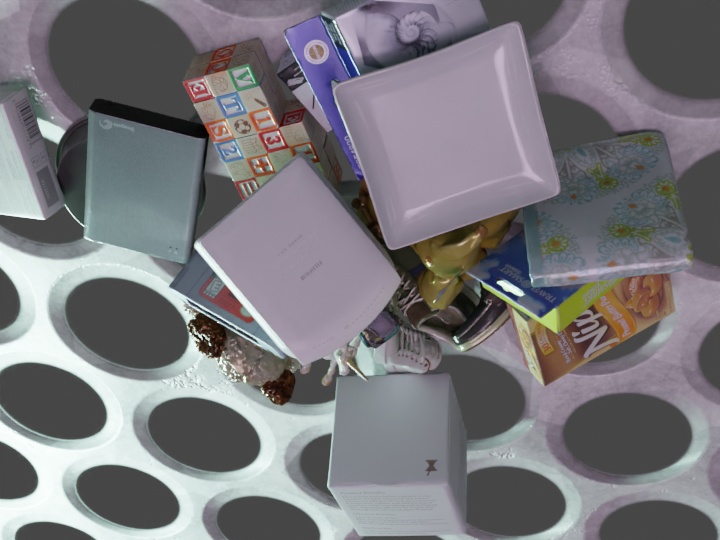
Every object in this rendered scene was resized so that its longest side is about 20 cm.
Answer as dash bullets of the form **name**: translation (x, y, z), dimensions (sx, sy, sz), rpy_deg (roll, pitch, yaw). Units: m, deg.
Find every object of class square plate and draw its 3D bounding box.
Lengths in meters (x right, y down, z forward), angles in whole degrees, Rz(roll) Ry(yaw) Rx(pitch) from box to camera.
- **square plate**: translation (0.093, -0.138, 1.052), dimensions (0.199, 0.029, 0.199), rpy_deg (-18, 119, 4)

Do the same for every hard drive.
- **hard drive**: translation (-0.264, -0.106, 1.229), dimensions (0.138, 0.033, 0.201), rpy_deg (14, 131, -3)

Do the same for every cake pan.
- **cake pan**: translation (-0.296, -0.107, 1.281), dimensions (0.199, 0.037, 0.201), rpy_deg (5, 132, 5)

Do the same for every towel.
- **towel**: translation (0.266, -0.069, 1.111), dimensions (0.170, 0.201, 0.048), rpy_deg (-9, 135, 15)

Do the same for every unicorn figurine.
- **unicorn figurine**: translation (-0.025, 0.088, 1.291), dimensions (0.073, 0.201, 0.138), rpy_deg (20, 137, -5)

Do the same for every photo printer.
- **photo printer**: translation (-0.064, -0.006, 1.143), dimensions (0.166, 0.069, 0.200), rpy_deg (-40, 93, -4)

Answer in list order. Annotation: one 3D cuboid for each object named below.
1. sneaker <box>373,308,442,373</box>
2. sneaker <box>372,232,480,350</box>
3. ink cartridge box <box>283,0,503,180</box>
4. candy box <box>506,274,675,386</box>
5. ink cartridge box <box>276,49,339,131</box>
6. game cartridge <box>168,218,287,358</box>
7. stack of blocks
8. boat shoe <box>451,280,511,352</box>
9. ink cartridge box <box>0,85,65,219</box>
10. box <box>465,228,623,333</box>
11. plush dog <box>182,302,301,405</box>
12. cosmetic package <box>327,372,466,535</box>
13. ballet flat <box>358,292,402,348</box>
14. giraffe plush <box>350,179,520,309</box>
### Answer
- **sneaker**: translation (0.064, 0.094, 1.334), dimensions (0.084, 0.073, 0.200), rpy_deg (2, 167, 11)
- **sneaker**: translation (0.076, 0.030, 1.301), dimensions (0.200, 0.090, 0.067), rpy_deg (34, 128, -19)
- **ink cartridge box**: translation (0.049, -0.204, 1.054), dimensions (0.199, 0.041, 0.200), rpy_deg (-24, 122, 9)
- **candy box**: translation (0.286, 0.044, 1.241), dimensions (0.199, 0.055, 0.116), rpy_deg (-29, 127, -8)
- **ink cartridge box**: translation (0.013, -0.242, 1.104), dimensions (0.199, 0.044, 0.094), rpy_deg (-28, 122, 28)
- **game cartridge**: translation (-0.131, 0.012, 1.244), dimensions (0.199, 0.133, 0.041), rpy_deg (25, 157, 31)
- **stack of blocks**: translation (-0.110, -0.166, 1.183), dimensions (0.114, 0.059, 0.201), rpy_deg (-11, 128, 19)
- **boat shoe**: translation (0.181, 0.015, 1.261), dimensions (0.066, 0.072, 0.201), rpy_deg (44, 97, -4)
- **ink cartridge box**: translation (-0.479, -0.151, 1.267), dimensions (0.199, 0.050, 0.162), rpy_deg (9, 126, 29)
- **box**: translation (0.231, -0.011, 1.148), dimensions (0.122, 0.199, 0.048), rpy_deg (33, 149, 41)
- **plush dog**: translation (-0.134, 0.080, 1.325), dimensions (0.199, 0.172, 0.160), rpy_deg (35, 127, -19)
- **cosmetic package**: translation (0.060, 0.265, 1.430), dimensions (0.166, 0.167, 0.200), rpy_deg (-3, 147, 12)
- **ballet flat**: translation (0.000, 0.000, 1.248), dimensions (0.072, 0.201, 0.072), rpy_deg (-20, 153, -11)
- **giraffe plush**: translation (0.074, -0.058, 1.194), dimensions (0.162, 0.200, 0.173), rpy_deg (39, 121, 12)
